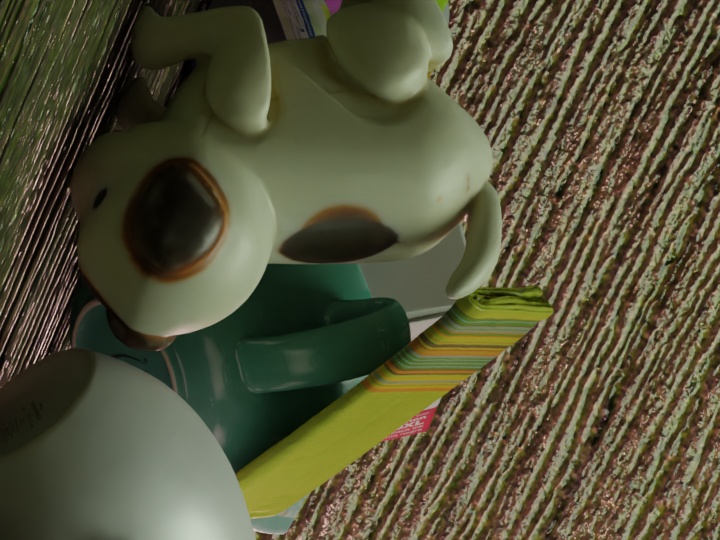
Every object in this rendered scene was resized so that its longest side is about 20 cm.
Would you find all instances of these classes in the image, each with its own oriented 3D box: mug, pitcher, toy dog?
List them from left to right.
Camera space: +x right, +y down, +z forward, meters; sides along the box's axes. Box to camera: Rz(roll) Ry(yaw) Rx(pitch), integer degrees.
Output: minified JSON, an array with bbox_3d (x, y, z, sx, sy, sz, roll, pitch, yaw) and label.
[{"bbox_3d":[-0.095,0.144,1.261,0.121,0.200,0.172,-38,-156,-5],"label":"pitcher"},{"bbox_3d":[-0.074,0.031,1.395,0.114,0.152,0.185,-21,162,-39],"label":"mug"},{"bbox_3d":[-0.049,-0.040,1.275,0.199,0.195,0.140,-27,171,-29],"label":"toy dog"}]

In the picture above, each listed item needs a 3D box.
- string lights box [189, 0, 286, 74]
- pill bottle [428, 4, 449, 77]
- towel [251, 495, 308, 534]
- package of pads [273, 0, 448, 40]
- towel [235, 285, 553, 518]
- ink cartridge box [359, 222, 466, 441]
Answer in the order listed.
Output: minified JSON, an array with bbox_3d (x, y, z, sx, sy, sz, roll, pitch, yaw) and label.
[{"bbox_3d":[-0.063,-0.111,1.547,0.200,0.059,0.103,108,4,-59],"label":"string lights box"},{"bbox_3d":[-0.005,-0.150,1.798,0.113,0.112,0.201,-63,175,-54],"label":"pill bottle"},{"bbox_3d":[-0.033,0.089,1.732,0.172,0.048,0.200,-55,170,-2],"label":"towel"},{"bbox_3d":[0.008,-0.209,1.432,0.200,0.068,0.155,-64,145,-42],"label":"package of pads"},{"bbox_3d":[0.003,0.068,1.345,0.200,0.018,0.086,-38,159,24],"label":"towel"},{"bbox_3d":[0.000,0.000,1.533,0.200,0.084,0.146,108,-29,-66],"label":"ink cartridge box"}]
